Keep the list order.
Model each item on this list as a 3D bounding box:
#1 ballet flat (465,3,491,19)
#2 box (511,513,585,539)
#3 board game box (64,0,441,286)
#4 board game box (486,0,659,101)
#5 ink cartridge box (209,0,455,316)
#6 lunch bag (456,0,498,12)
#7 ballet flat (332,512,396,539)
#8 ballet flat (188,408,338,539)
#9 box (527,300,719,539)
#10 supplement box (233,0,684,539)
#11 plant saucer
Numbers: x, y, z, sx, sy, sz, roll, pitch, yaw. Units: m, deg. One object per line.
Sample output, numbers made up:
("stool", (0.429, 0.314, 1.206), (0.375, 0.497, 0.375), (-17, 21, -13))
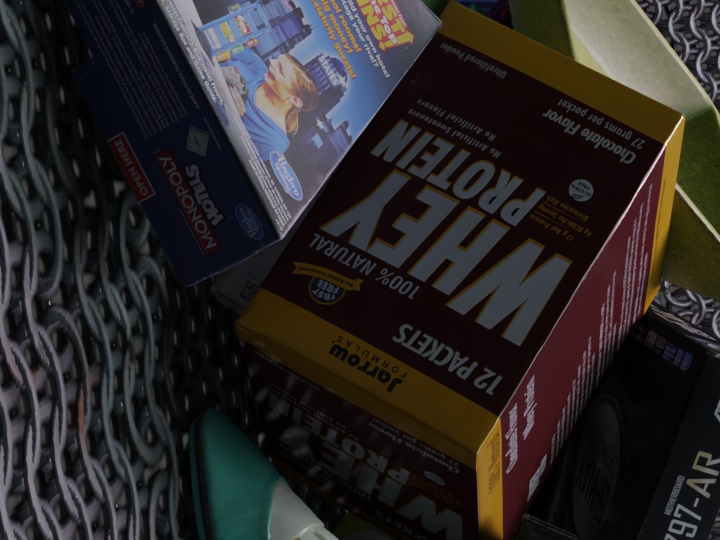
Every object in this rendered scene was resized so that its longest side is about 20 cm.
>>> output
("ballet flat", (0.095, -0.064, 1.244), (0.200, 0.072, 0.072), (45, 33, -33))
("box", (0.058, 0.237, 1.118), (0.200, 0.047, 0.194), (92, 23, -73))
("board game box", (-0.052, -0.122, 0.986), (0.200, 0.061, 0.201), (-33, 96, -56))
("board game box", (0.126, -0.073, 1.314), (0.200, 0.120, 0.032), (48, -14, -30))
("ink cartridge box", (0.005, -0.058, 1.158), (0.201, 0.048, 0.145), (-59, 165, 2))
("lunch bag", (0.075, -0.109, 1.387), (0.132, 0.198, 0.137), (-57, 144, -67))
("ballet flat", (0.003, 0.198, 1.197), (0.067, 0.066, 0.201), (57, 28, -48))
("ballet flat", (-0.034, 0.162, 1.035), (0.067, 0.070, 0.202), (7, 76, -76))
("box", (0.142, 0.098, 1.241), (0.162, 0.043, 0.200), (-69, -158, 8))
("supplement box", (0.053, 0.017, 1.104), (0.201, 0.132, 0.198), (-57, 163, -20))
("plant saucer", (0.144, -0.089, 1.215), (0.200, 0.048, 0.201), (46, 24, -30))
